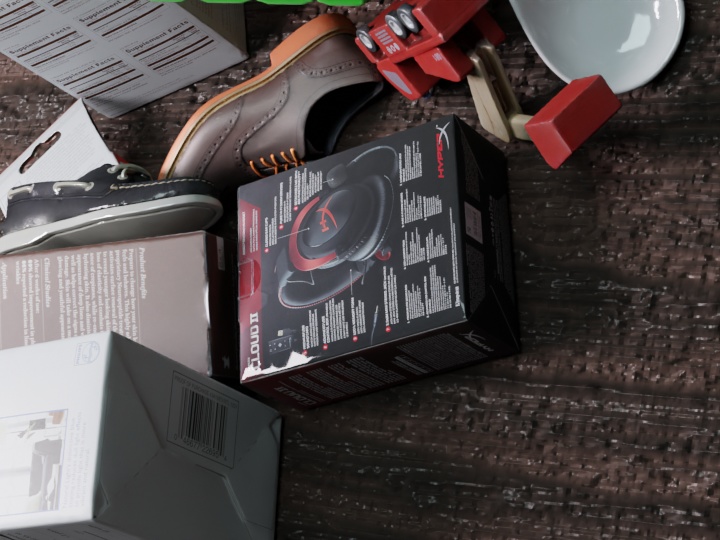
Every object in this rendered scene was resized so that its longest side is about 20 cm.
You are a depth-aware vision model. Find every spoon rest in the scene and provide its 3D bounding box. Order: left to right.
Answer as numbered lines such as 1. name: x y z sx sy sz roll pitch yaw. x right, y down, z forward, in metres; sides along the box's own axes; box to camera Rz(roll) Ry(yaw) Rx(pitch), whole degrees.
1. spoon rest: 0.119 -0.192 1.264 0.199 0.061 0.100 33 94 5

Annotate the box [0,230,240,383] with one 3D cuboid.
1. box: -0.182 0.034 1.365 0.198 0.075 0.101 -5 82 20

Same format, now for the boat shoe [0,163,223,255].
1. boat shoe: -0.182 -0.047 1.398 0.199 0.074 0.061 -14 67 36

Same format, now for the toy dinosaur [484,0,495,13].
1. toy dinosaur: 0.106 -0.234 1.328 0.199 0.077 0.103 -3 83 38

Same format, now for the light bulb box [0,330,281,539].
1. light bulb box: -0.189 0.139 1.305 0.198 0.198 0.126 -9 65 31

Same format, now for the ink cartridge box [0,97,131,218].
1. ink cartridge box: -0.200 -0.025 1.474 0.109 0.050 0.201 -41 53 12

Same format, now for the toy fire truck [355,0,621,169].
1. toy fire truck: 0.079 -0.131 1.289 0.049 0.141 0.200 -43 10 -15

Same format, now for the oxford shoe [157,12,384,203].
1. oxford shoe: -0.068 -0.095 1.399 0.200 0.071 0.073 -44 58 12

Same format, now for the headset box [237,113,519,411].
1. headset box: 0.000 0.000 1.307 0.199 0.075 0.150 -17 62 29

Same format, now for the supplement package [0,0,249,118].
1. supplement package: -0.203 -0.257 1.475 0.146 0.200 0.193 -20 60 27

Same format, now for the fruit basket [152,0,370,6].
1. fruit basket: -0.051 -0.261 1.361 0.213 0.157 0.216 -4 32 3
